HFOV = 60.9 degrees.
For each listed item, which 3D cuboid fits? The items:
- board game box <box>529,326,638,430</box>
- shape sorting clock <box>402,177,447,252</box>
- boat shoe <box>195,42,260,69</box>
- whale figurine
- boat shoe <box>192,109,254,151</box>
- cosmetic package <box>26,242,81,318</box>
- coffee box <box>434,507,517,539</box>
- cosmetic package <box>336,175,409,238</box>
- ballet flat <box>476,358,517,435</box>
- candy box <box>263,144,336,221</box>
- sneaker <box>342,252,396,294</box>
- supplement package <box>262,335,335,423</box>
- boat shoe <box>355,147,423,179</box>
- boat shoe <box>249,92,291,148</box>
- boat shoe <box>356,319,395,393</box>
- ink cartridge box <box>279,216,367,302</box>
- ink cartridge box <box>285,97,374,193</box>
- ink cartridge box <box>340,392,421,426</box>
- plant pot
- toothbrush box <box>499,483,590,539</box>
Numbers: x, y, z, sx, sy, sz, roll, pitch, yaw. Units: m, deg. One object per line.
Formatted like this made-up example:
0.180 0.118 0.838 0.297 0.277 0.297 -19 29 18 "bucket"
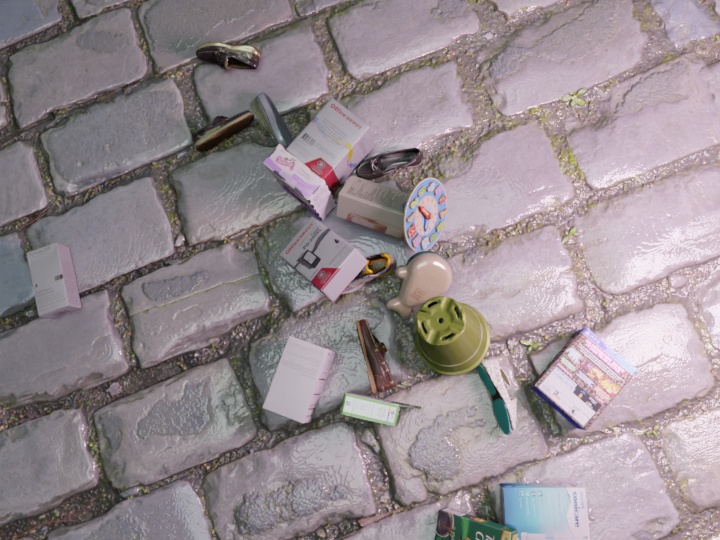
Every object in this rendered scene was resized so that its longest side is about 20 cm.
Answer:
0.557 0.271 1.540 0.159 0.097 0.200 42 87 13 "board game box"
0.175 -0.147 1.627 0.039 0.200 0.200 20 81 40 "shape sorting clock"
-0.404 -0.643 1.850 0.199 0.073 0.065 3 76 8 "boat shoe"
0.154 0.035 1.648 0.159 0.104 0.200 33 108 -19 "whale figurine"
-0.413 -0.428 1.817 0.200 0.073 0.065 -29 82 1 "boat shoe"
-0.898 0.029 1.793 0.101 0.074 0.200 -20 78 3 "cosmetic package"
0.275 0.663 1.482 0.200 0.044 0.123 4 81 38 "coffee box"
0.045 -0.175 1.681 0.200 0.087 0.103 21 46 12 "cosmetic package"
0.367 0.318 1.575 0.072 0.072 0.200 -21 77 3 "ballet flat"
-0.162 -0.238 1.681 0.168 0.200 0.072 41 86 13 "candy box"
0.000 0.000 1.674 0.200 0.082 0.078 -27 77 2 "sneaker"
-0.160 0.289 1.621 0.117 0.117 0.200 19 82 10 "supplement package"
0.080 -0.310 1.736 0.199 0.057 0.067 -14 78 5 "boat shoe"
-0.266 -0.434 1.809 0.062 0.072 0.200 -33 68 18 "boat shoe"
0.040 0.224 1.635 0.070 0.070 0.200 -16 84 0 "boat shoe"
-0.103 -0.033 1.656 0.200 0.083 0.145 37 85 37 "ink cartridge box"
-0.080 -0.345 1.719 0.145 0.145 0.200 41 87 13 "ink cartridge box"
0.055 0.364 1.585 0.199 0.104 0.059 10 81 9 "ink cartridge box"
0.216 0.148 1.542 0.200 0.190 0.201 -6 68 16 "plant pot"
0.448 0.600 1.496 0.199 0.085 0.147 -3 78 8 "toothbrush box"
